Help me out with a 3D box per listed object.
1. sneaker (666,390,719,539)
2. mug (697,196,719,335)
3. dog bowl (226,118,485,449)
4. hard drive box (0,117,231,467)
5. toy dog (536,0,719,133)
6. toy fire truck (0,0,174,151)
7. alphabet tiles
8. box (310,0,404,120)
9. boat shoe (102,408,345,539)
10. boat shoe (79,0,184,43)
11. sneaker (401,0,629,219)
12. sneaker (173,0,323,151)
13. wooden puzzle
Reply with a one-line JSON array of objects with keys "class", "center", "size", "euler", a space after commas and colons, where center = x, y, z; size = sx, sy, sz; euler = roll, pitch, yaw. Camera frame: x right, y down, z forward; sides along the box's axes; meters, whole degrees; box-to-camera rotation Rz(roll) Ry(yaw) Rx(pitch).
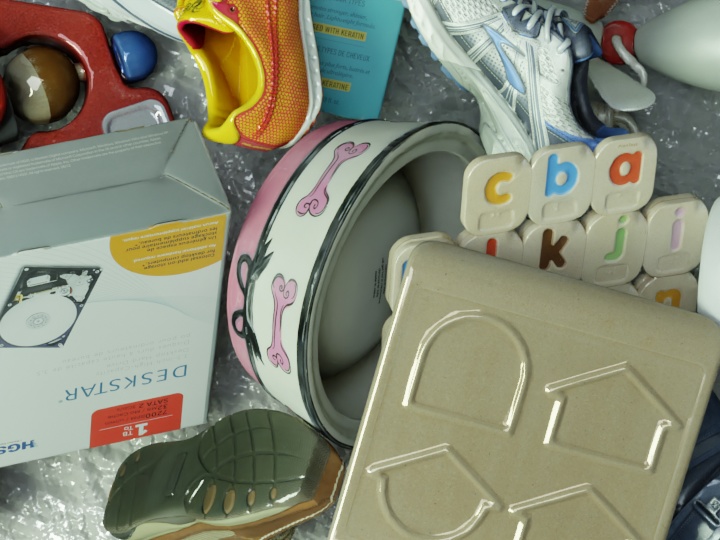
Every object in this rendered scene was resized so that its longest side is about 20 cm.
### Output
[{"class": "sneaker", "center": [0.162, 0.168, 1.651], "size": [0.202, 0.077, 0.146], "euler": [-43, 77, 4]}, {"class": "mug", "center": [0.284, 0.035, 1.604], "size": [0.175, 0.148, 0.200], "euler": [6, 94, 17]}, {"class": "dog bowl", "center": [0.000, 0.000, 1.642], "size": [0.074, 0.200, 0.200], "euler": [20, 90, 31]}, {"class": "hard drive box", "center": [-0.164, 0.017, 1.637], "size": [0.156, 0.200, 0.077], "euler": [-12, 54, -16]}, {"class": "toy dog", "center": [0.185, -0.135, 1.656], "size": [0.200, 0.096, 0.132], "euler": [-18, 83, 9]}, {"class": "toy fire truck", "center": [-0.193, -0.075, 1.733], "size": [0.168, 0.112, 0.200], "euler": [-18, 83, -15]}, {"class": "alphabet tiles", "center": [0.107, 0.012, 1.631], "size": [0.200, 0.015, 0.196], "euler": [-9, 123, -19]}, {"class": "box", "center": [-0.008, -0.195, 1.674], "size": [0.082, 0.049, 0.200], "euler": [10, 104, -11]}, {"class": "boat shoe", "center": [-0.071, 0.133, 1.663], "size": [0.074, 0.200, 0.076], "euler": [34, 63, -29]}, {"class": "boat shoe", "center": [-0.146, -0.190, 1.735], "size": [0.074, 0.067, 0.200], "euler": [-33, 61, -30]}, {"class": "sneaker", "center": [0.095, -0.132, 1.631], "size": [0.085, 0.077, 0.200], "euler": [-28, 94, 26]}, {"class": "sneaker", "center": [-0.072, -0.169, 1.620], "size": [0.073, 0.077, 0.200], "euler": [-27, 69, 46]}, {"class": "wooden puzzle", "center": [0.091, 0.100, 1.589], "size": [0.185, 0.046, 0.200], "euler": [15, 94, -5]}]
